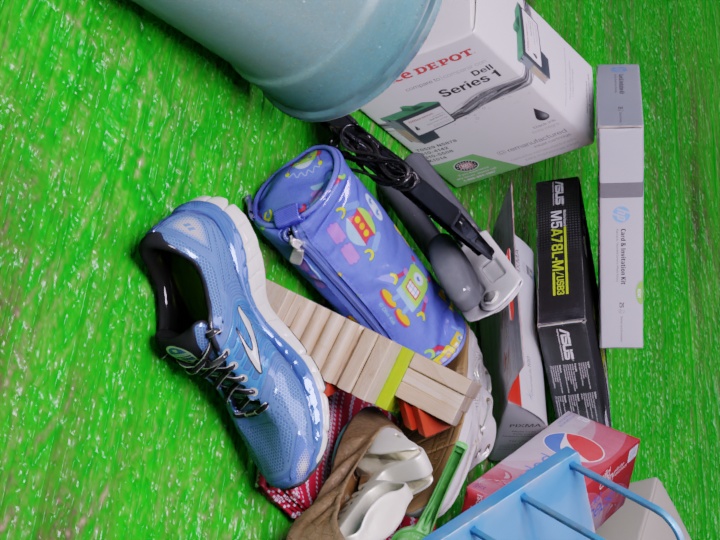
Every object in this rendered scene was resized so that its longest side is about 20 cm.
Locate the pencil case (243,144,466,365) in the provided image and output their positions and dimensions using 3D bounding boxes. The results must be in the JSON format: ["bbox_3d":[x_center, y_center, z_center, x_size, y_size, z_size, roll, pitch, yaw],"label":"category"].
[{"bbox_3d":[0.000,0.000,1.361,0.200,0.078,0.087,51,41,-31],"label":"pencil case"}]

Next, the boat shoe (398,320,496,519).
[{"bbox_3d":[0.072,0.122,1.378,0.069,0.071,0.200,51,32,-24],"label":"boat shoe"}]

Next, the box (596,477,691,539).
[{"bbox_3d":[0.229,0.275,1.600,0.082,0.068,0.200,61,31,-19],"label":"box"}]

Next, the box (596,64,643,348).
[{"bbox_3d":[0.221,-0.056,1.564,0.156,0.041,0.201,-74,163,-65],"label":"box"}]

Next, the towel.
[{"bbox_3d":[-0.003,0.145,1.333,0.200,0.022,0.145,45,38,-38],"label":"towel"}]

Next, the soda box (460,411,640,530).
[{"bbox_3d":[0.145,0.173,1.406,0.200,0.070,0.064,-25,131,-59],"label":"soda box"}]

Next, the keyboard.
[{"bbox_3d":[0.012,-0.071,1.377,0.200,0.040,0.104,41,-2,39],"label":"keyboard"}]

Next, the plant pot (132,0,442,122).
[{"bbox_3d":[-0.073,-0.229,1.273,0.196,0.200,0.201,22,55,-44],"label":"plant pot"}]

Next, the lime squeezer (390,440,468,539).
[{"bbox_3d":[0.026,0.211,1.279,0.201,0.038,0.071,-63,157,-6],"label":"lime squeezer"}]

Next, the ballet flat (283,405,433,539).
[{"bbox_3d":[0.007,0.152,1.250,0.068,0.072,0.200,62,30,-14],"label":"ballet flat"}]

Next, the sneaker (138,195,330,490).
[{"bbox_3d":[-0.091,0.055,1.198,0.089,0.078,0.201,-26,90,-50],"label":"sneaker"}]

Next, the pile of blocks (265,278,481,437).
[{"bbox_3d":[-0.012,0.067,1.290,0.199,0.082,0.062,27,89,-10],"label":"pile of blocks"}]

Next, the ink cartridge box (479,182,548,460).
[{"bbox_3d":[0.131,0.045,1.480,0.200,0.047,0.161,99,-10,-63],"label":"ink cartridge box"}]

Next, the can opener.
[{"bbox_3d":[0.066,-0.032,1.426,0.067,0.053,0.200,51,5,-38],"label":"can opener"}]

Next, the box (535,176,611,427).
[{"bbox_3d":[0.185,0.054,1.587,0.194,0.047,0.201,-87,166,-51],"label":"box"}]

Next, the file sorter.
[{"bbox_3d":[0.115,0.241,1.232,0.200,0.123,0.139,-29,120,-26],"label":"file sorter"}]

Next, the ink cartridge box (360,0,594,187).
[{"bbox_3d":[0.085,-0.163,1.528,0.200,0.146,0.085,33,49,-46],"label":"ink cartridge box"}]
